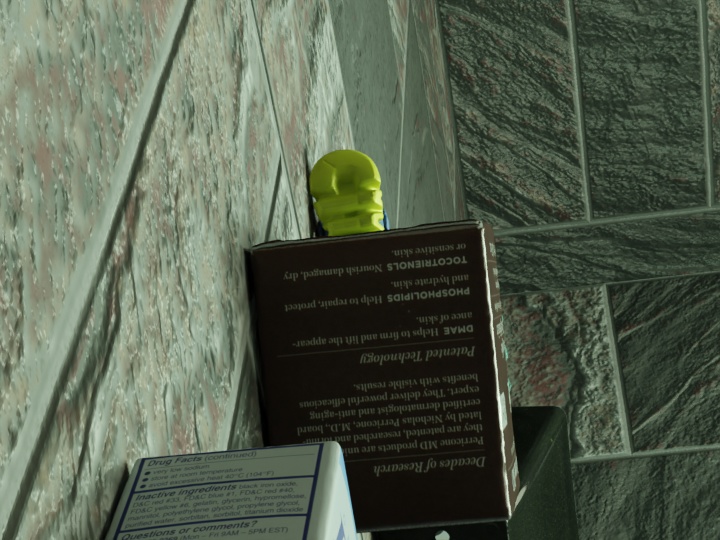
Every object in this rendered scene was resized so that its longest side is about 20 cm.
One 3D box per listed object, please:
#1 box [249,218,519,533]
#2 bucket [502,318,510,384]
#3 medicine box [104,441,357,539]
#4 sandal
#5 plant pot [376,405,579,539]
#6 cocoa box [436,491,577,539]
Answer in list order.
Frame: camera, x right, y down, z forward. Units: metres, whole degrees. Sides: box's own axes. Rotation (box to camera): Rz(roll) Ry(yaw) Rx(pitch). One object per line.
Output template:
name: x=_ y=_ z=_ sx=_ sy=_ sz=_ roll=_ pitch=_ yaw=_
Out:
box: x=0.022 y=0.073 z=1.137 sx=0.166 sy=0.162 sz=0.203 roll=0 pitch=84 yaw=-83
bucket: x=0.107 y=0.101 z=1.914 sx=0.207 sy=0.133 sz=0.210 roll=-6 pitch=90 yaw=-82
medicine box: x=-0.051 y=0.204 z=0.686 sx=0.200 sy=0.102 sz=0.184 roll=-79 pitch=161 yaw=-65
sandal: x=0.000 y=0.000 z=1.397 sx=0.087 sy=0.078 sz=0.202 roll=76 pitch=11 yaw=-71
plant pot: x=0.110 y=0.268 z=1.629 sx=0.178 sy=0.198 sz=0.202 roll=-53 pitch=138 yaw=-64
cocoa box: x=0.155 y=0.265 z=1.904 sx=0.133 sy=0.197 sz=0.133 roll=16 pitch=68 yaw=-83
